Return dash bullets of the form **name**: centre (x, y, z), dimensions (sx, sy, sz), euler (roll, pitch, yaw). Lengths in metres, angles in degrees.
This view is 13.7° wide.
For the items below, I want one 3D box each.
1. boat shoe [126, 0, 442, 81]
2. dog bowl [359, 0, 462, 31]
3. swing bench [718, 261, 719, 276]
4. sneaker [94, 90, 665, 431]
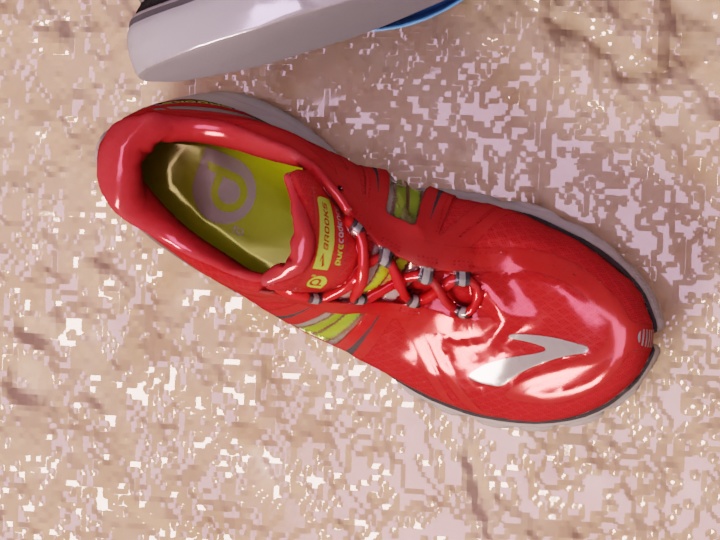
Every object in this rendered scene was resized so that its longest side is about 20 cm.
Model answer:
- **boat shoe**: centre (0.016, -0.116, 0.941), dimensions (0.199, 0.069, 0.057), euler (-21, 83, 7)
- **dog bowl**: centre (-0.005, -0.177, 1.001), dimensions (0.111, 0.050, 0.201), euler (-20, 86, 14)
- **swing bench**: centre (0.161, 0.094, 0.885), dimensions (0.129, 0.199, 0.201), euler (12, 94, 14)
- **sneaker**: centre (0.000, 0.000, 0.983), dimensions (0.199, 0.085, 0.077), euler (21, 96, 13)
